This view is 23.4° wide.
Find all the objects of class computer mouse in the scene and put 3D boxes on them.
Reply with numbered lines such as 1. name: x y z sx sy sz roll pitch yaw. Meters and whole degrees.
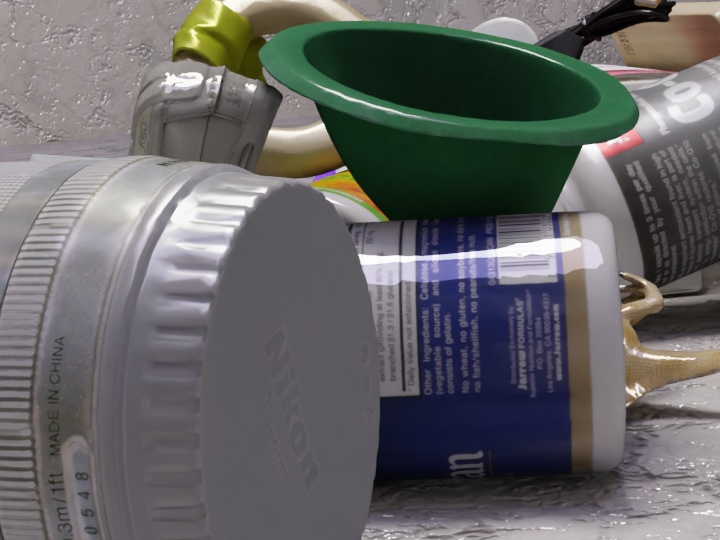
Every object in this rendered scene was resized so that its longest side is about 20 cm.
1. computer mouse: 0.126 -0.125 1.077 0.140 0.046 0.200 -26 5 34

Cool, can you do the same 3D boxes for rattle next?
1. rattle: -0.012 -0.084 1.023 0.199 0.143 0.131 -1 44 -11

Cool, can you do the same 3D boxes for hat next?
1. hat: 0.038 -0.011 0.817 0.199 0.177 0.166 -2 25 -28

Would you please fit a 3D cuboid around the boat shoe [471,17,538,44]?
1. boat shoe: 0.079 -0.089 1.276 0.072 0.201 0.066 21 10 14

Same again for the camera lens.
1. camera lens: -0.111 0.044 0.574 0.199 0.161 0.160 0 10 22

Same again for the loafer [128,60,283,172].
1. loafer: -0.074 -0.003 0.812 0.069 0.201 0.070 7 39 -1

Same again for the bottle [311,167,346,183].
1. bottle: 0.008 -0.047 1.223 0.199 0.084 0.065 -27 40 17

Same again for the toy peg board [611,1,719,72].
1. toy peg board: 0.288 -0.115 1.226 0.098 0.200 0.200 -30 13 -8

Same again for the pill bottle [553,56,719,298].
1. pill bottle: 0.176 -0.051 1.045 0.199 0.114 0.114 -23 12 -9

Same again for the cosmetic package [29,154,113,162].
1. cosmetic package: -0.093 -0.020 1.098 0.200 0.052 0.150 21 -12 -42

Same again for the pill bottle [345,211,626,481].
1. pill bottle: 0.010 0.034 0.744 0.199 0.112 0.111 -3 9 6

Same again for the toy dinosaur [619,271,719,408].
1. toy dinosaur: 0.125 0.048 0.856 0.199 0.058 0.101 -9 22 19

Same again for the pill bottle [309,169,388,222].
1. pill bottle: 0.000 0.000 0.966 0.111 0.112 0.200 -1 9 17

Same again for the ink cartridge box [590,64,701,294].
1. ink cartridge box: 0.172 -0.069 1.222 0.082 0.147 0.200 -3 9 -5
